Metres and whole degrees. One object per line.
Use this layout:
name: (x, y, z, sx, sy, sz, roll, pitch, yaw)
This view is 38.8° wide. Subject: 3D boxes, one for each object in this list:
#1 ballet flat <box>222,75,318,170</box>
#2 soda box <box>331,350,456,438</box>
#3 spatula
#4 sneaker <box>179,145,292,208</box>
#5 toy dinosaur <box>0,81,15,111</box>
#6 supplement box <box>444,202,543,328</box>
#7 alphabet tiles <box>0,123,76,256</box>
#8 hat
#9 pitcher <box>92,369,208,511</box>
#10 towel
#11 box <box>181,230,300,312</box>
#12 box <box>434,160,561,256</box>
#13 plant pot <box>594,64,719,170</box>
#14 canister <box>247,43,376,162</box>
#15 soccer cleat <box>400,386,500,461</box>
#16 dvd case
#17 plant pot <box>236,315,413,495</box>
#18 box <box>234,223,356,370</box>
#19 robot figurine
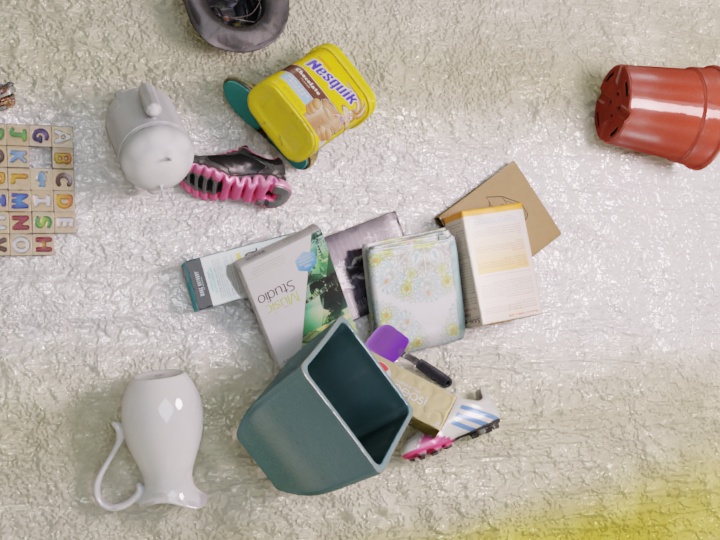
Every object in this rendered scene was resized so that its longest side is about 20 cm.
ballet flat: (-0.145, -0.253, 1.705, 0.200, 0.071, 0.071, 45, 69, -9)
soda box: (0.053, 0.195, 1.672, 0.199, 0.064, 0.068, 27, 69, 6)
spatula: (0.090, 0.151, 1.723, 0.200, 0.021, 0.057, 34, 95, -37)
sneaker: (-0.209, -0.165, 1.666, 0.199, 0.079, 0.096, 10, 56, -21)
toy dinosaur: (-0.615, -0.280, 1.505, 0.199, 0.102, 0.137, -6, 101, -44)
supplement box: (0.231, -0.008, 1.781, 0.125, 0.073, 0.201, -8, 86, -23)
alphabet tiles: (-0.517, -0.122, 1.548, 0.166, 0.008, 0.201, -1, 86, -27)
hat: (-0.214, -0.455, 1.697, 0.199, 0.081, 0.202, 0, 90, -19)
pitcher: (-0.318, 0.257, 1.528, 0.170, 0.121, 0.201, -5, 95, -15)
towel: (0.091, 0.037, 1.740, 0.170, 0.048, 0.201, -11, 98, -22)
box: (-0.180, 0.001, 1.644, 0.199, 0.049, 0.083, -15, 89, -18)
box: (0.250, -0.080, 1.852, 0.200, 0.021, 0.164, -36, 96, -22)
plant pot: (0.561, -0.301, 1.930, 0.194, 0.201, 0.202, 6, 79, -12)
canister: (-0.078, -0.275, 1.671, 0.149, 0.086, 0.200, 51, 40, -4)
soccer cleat: (0.144, 0.259, 1.739, 0.199, 0.070, 0.087, -16, 74, -26)
dvd case: (0.000, 0.000, 1.743, 0.199, 0.016, 0.149, -22, 91, -23)
plant pot: (-0.072, 0.227, 1.568, 0.196, 0.200, 0.196, 54, 26, -7)
box: (-0.101, 0.043, 1.630, 0.144, 0.036, 0.201, -27, 120, -14)
robot figurine: (-0.323, -0.200, 1.565, 0.112, 0.170, 0.200, -13, 47, -20)
